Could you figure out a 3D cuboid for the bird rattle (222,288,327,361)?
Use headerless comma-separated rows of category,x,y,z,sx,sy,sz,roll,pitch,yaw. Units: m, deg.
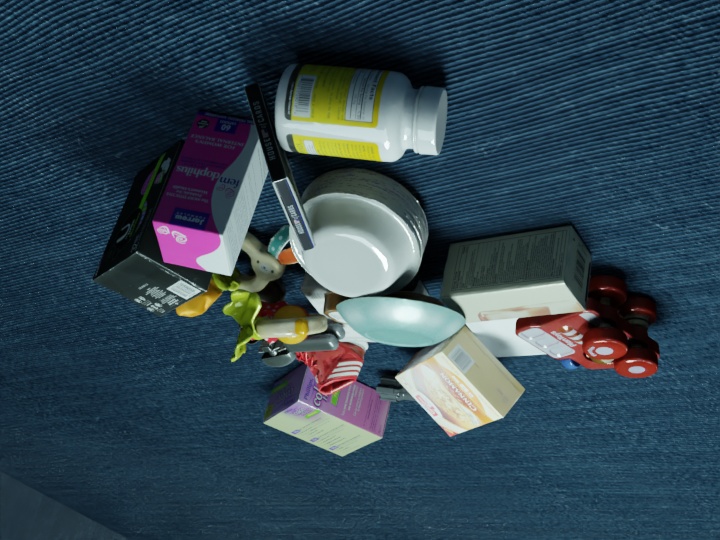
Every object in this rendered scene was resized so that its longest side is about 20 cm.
bird rattle,-0.132,0.095,1.590,0.162,0.113,0.200,0,173,21

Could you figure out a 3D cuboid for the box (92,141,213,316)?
box,-0.285,-0.060,1.457,0.124,0.201,0.148,32,145,-28

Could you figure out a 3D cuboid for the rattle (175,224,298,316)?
rattle,-0.192,0.002,1.572,0.199,0.143,0.131,3,112,34

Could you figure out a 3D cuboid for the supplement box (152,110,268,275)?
supplement box,-0.201,-0.108,1.345,0.101,0.201,0.104,11,149,6

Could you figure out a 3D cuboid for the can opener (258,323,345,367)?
can opener,-0.106,0.130,1.754,0.199,0.053,0.067,-12,125,42

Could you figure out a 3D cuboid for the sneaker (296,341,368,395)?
sneaker,-0.093,0.161,1.809,0.199,0.116,0.078,7,148,13

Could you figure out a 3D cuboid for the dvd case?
dvd case,-0.105,-0.133,1.297,0.025,0.151,0.200,-18,155,-1

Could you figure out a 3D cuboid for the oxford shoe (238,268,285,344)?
oxford shoe,-0.179,0.069,1.731,0.072,0.085,0.200,17,145,4

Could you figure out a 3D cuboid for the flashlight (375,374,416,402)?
flashlight,0.136,0.235,1.884,0.199,0.068,0.068,4,137,26

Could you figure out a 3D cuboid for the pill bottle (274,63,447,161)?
pill bottle,0.003,-0.193,1.208,0.199,0.112,0.112,8,148,13

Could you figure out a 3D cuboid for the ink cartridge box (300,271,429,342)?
ink cartridge box,0.023,0.061,1.669,0.199,0.045,0.176,-1,146,25

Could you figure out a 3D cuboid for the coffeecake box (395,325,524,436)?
coffeecake box,0.170,0.198,1.717,0.154,0.073,0.200,46,152,-2

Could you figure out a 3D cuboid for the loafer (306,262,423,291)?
loafer,0.000,0.000,1.556,0.199,0.071,0.068,3,146,20

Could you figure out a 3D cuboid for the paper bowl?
paper bowl,-0.007,-0.041,1.423,0.199,0.105,0.201,10,135,10

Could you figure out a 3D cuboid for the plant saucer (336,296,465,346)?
plant saucer,0.060,0.085,1.488,0.200,0.039,0.201,6,164,2

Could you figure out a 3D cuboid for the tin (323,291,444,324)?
tin,0.035,0.064,1.563,0.199,0.042,0.112,1,167,22

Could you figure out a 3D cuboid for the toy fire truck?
toy fire truck,0.358,0.102,1.505,0.200,0.113,0.168,30,144,-35

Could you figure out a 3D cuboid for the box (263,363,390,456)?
box,-0.070,0.288,2.022,0.199,0.097,0.176,26,147,-19

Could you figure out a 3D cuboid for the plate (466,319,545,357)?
plate,0.270,0.076,1.598,0.199,0.032,0.200,-8,142,31

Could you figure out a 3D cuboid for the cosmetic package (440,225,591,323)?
cosmetic package,0.230,0.009,1.442,0.199,0.104,0.087,-7,145,34
